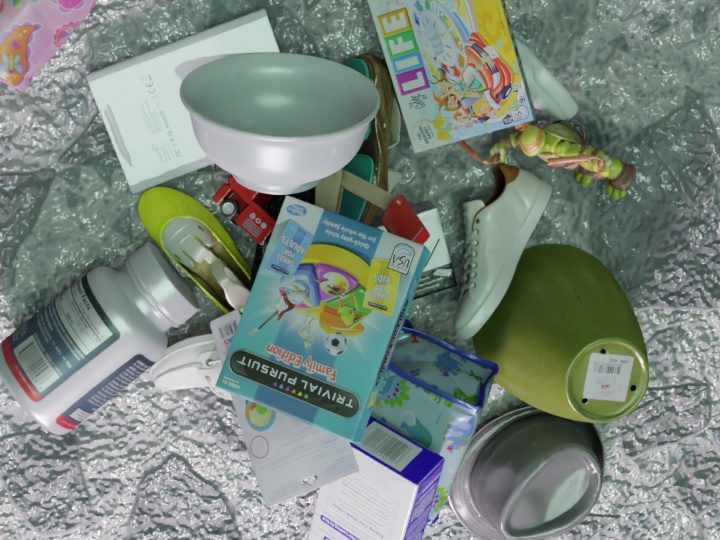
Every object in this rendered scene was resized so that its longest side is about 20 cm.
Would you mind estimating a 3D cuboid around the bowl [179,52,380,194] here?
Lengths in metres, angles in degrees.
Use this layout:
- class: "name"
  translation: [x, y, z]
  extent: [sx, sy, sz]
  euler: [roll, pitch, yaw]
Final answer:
- class: "bowl"
  translation: [-0.081, -0.138, 1.276]
  extent: [0.198, 0.202, 0.091]
  euler: [-2, 123, -9]

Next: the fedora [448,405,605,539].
- class: "fedora"
  translation: [0.206, 0.255, 1.498]
  extent: [0.199, 0.090, 0.178]
  euler: [-32, 109, -1]

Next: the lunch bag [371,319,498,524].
- class: "lunch bag"
  translation: [0.029, 0.152, 1.407]
  extent: [0.198, 0.128, 0.172]
  euler: [22, 117, 8]

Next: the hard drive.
- class: "hard drive"
  translation: [-0.172, -0.179, 1.352]
  extent: [0.198, 0.025, 0.133]
  euler: [-21, 107, -4]

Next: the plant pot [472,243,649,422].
- class: "plant pot"
  translation: [0.235, 0.086, 1.403]
  extent: [0.185, 0.200, 0.190]
  euler: [-2, 105, -9]

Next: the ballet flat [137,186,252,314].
- class: "ballet flat"
  translation: [-0.161, -0.010, 1.377]
  extent: [0.067, 0.067, 0.200]
  euler: [-40, 107, 4]

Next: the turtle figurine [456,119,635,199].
- class: "turtle figurine"
  translation: [0.212, -0.129, 1.379]
  extent: [0.160, 0.199, 0.065]
  euler: [16, 86, -43]

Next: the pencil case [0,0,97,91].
- class: "pencil case"
  translation: [-0.311, -0.278, 1.275]
  extent: [0.087, 0.087, 0.201]
  euler: [37, 95, -17]

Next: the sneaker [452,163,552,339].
- class: "sneaker"
  translation: [0.134, -0.025, 1.417]
  extent: [0.084, 0.073, 0.202]
  euler: [28, 77, -9]

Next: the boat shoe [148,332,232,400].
- class: "boat shoe"
  translation: [-0.139, 0.106, 1.379]
  extent: [0.198, 0.071, 0.070]
  euler: [-16, 64, 18]

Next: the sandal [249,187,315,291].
- class: "sandal"
  translation: [-0.076, -0.055, 1.379]
  extent: [0.074, 0.045, 0.203]
  euler: [11, 84, 13]

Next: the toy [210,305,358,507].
- class: "toy"
  translation: [-0.073, 0.126, 1.314]
  extent: [0.114, 0.047, 0.202]
  euler: [-24, 81, 24]

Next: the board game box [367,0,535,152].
- class: "board game box"
  translation: [0.091, -0.237, 1.329]
  extent: [0.133, 0.034, 0.202]
  euler: [-14, 107, 16]

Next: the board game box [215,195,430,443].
- class: "board game box"
  translation: [-0.036, 0.047, 1.258]
  extent: [0.149, 0.047, 0.202]
  euler: [19, 86, 13]

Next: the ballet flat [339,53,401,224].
- class: "ballet flat"
  translation: [0.013, -0.130, 1.379]
  extent: [0.072, 0.067, 0.203]
  euler: [-2, 97, -43]

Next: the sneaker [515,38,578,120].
- class: "sneaker"
  translation: [0.141, -0.214, 1.381]
  extent: [0.199, 0.075, 0.089]
  euler: [38, 100, -7]

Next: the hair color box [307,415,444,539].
- class: "hair color box"
  translation: [0.011, 0.261, 1.357]
  extent: [0.109, 0.065, 0.202]
  euler: [28, 124, 22]

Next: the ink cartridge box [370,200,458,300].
- class: "ink cartridge box"
  translation: [0.000, 0.000, 1.419]
  extent: [0.198, 0.044, 0.095]
  euler: [-18, 106, -4]

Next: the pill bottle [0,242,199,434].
- class: "pill bottle"
  translation: [-0.273, 0.067, 1.350]
  extent: [0.199, 0.120, 0.120]
  euler: [-38, 108, 1]

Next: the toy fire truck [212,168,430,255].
- class: "toy fire truck"
  translation: [-0.042, -0.058, 1.324]
  extent: [0.200, 0.049, 0.141]
  euler: [43, 91, 15]
